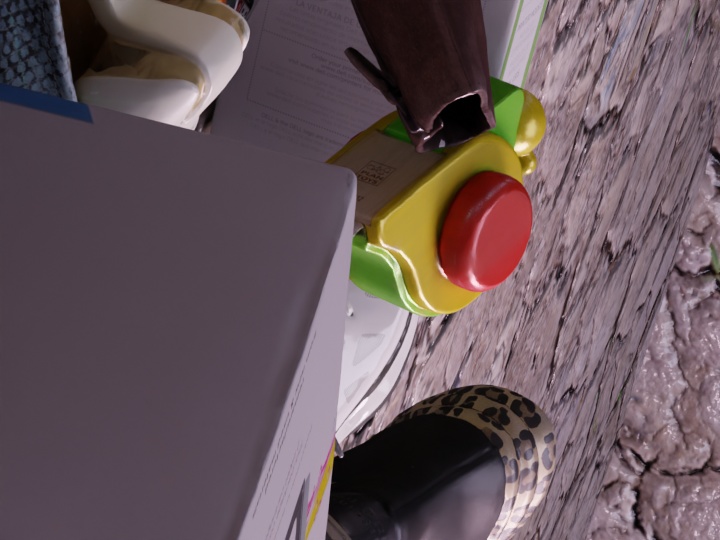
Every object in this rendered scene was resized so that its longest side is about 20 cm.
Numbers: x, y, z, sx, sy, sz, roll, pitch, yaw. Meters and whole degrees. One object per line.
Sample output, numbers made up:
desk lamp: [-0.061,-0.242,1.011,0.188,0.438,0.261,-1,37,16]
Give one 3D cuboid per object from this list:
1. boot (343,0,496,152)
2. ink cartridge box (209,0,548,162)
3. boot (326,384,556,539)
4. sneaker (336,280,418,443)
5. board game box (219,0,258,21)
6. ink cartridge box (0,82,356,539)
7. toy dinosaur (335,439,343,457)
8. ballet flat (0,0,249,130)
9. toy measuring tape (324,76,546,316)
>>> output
boot: [0.012,-0.133,0.908,0.200,0.072,0.167,82,-11,-79]
ink cartridge box: [0.019,-0.126,1.064,0.059,0.103,0.201,-50,157,-59]
boot: [-0.024,0.116,1.111,0.150,0.073,0.200,-29,171,-43]
sneaker: [-0.031,0.037,1.183,0.115,0.075,0.202,71,43,-76]
board game box: [-0.081,-0.057,0.885,0.126,0.034,0.201,85,27,-63]
ink cartridge box: [-0.092,0.073,0.742,0.201,0.146,0.147,96,10,-53]
toy dinosaur: [-0.066,0.039,0.964,0.200,0.104,0.183,56,29,-68]
ballet flat: [-0.063,-0.077,0.755,0.201,0.074,0.074,82,28,-42]
toy measuring tape: [0.000,0.000,0.996,0.200,0.073,0.074,-40,153,-36]
